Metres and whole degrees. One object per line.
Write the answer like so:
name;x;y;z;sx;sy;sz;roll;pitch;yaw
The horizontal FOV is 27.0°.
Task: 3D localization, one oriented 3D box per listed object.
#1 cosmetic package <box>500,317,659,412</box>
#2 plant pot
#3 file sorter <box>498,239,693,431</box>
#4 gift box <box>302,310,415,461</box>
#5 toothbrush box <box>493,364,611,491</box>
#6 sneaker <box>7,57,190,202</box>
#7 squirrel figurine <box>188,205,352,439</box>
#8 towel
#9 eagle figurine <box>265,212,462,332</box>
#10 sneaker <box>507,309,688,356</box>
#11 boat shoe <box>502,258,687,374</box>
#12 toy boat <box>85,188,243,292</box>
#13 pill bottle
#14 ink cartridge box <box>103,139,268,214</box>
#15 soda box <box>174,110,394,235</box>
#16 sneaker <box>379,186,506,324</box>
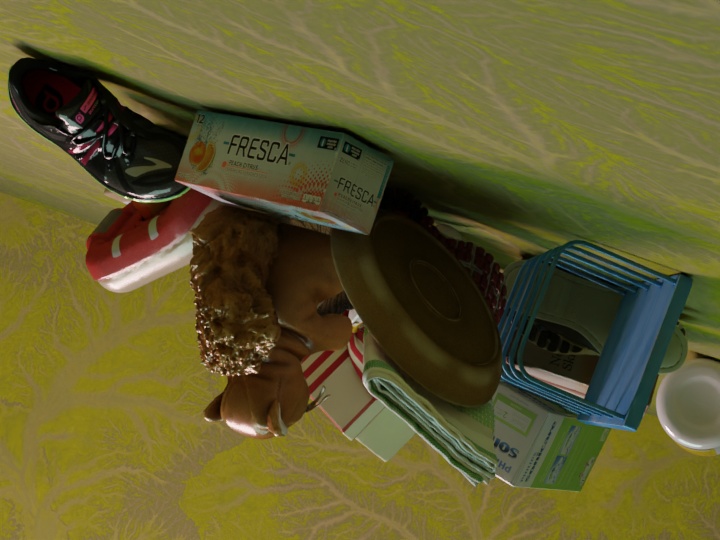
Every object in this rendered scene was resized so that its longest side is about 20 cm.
cosmetic package;0.240;0.086;1.692;0.198;0.105;0.087;17;164;9
plant pot;0.056;0.023;1.266;0.199;0.027;0.201;38;-151;-25
file sorter;0.200;0.057;1.369;0.121;0.140;0.200;22;175;-2
gift box;0.012;0.070;1.654;0.184;0.201;0.187;39;177;26
toothbrush box;0.154;0.156;1.548;0.145;0.087;0.199;29;-173;29
sneaker;-0.232;-0.123;1.322;0.198;0.077;0.084;27;171;5
squirrel figurine;-0.093;0.050;1.315;0.140;0.189;0.199;12;174;31
towel;0.064;0.072;1.271;0.149;0.031;0.201;43;-153;-21
eagle figurine;-0.002;0.007;1.504;0.198;0.153;0.152;13;-172;-17
sneaker;0.245;0.059;1.588;0.198;0.079;0.090;20;-179;9
boat shoe;0.236;0.045;1.513;0.199;0.072;0.061;26;-179;9
toy boat;-0.194;-0.075;1.414;0.199;0.131;0.131;-23;113;35
pill bottle;0.441;0.179;1.921;0.111;0.113;0.200;17;175;18
ink cartridge box;-0.161;-0.082;1.612;0.198;0.076;0.164;20;174;-20
soda box;-0.067;-0.084;1.246;0.199;0.069;0.063;15;174;46
sneaker;0.061;-0.007;1.410;0.200;0.078;0.082;44;159;-23
